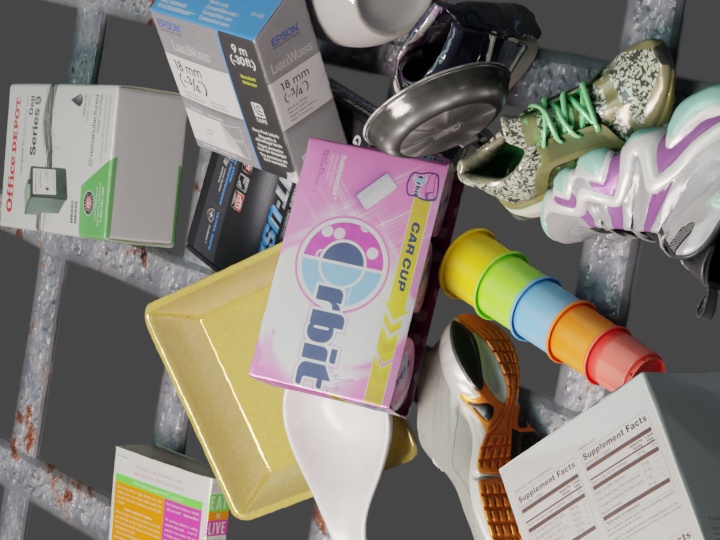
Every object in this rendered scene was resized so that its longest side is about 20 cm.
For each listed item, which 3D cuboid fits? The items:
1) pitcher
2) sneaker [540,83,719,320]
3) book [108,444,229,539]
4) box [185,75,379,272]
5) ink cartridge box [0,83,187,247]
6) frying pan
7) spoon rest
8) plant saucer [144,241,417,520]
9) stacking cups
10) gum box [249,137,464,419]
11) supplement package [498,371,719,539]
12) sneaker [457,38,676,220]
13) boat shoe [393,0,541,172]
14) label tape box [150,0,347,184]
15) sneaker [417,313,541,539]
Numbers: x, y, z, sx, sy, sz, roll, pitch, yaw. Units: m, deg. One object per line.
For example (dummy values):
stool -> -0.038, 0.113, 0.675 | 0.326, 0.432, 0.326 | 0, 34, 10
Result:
pitcher -> -0.046, -0.262, 1.657 | 0.200, 0.171, 0.122 | 31, 95, 48
sneaker -> 0.210, -0.026, 1.408 | 0.200, 0.078, 0.140 | -35, 61, 44
book -> -0.178, 0.271, 1.874 | 0.133, 0.048, 0.201 | 15, 100, 47
box -> -0.058, -0.068, 1.753 | 0.198, 0.050, 0.201 | 38, 117, 45
ink cartridge box -> -0.258, -0.103, 1.963 | 0.200, 0.084, 0.147 | 6, 92, 50
frying pan -> 0.057, -0.100, 1.500 | 0.190, 0.115, 0.031 | 91, 157, -70
spoon rest -> -0.005, 0.163, 1.613 | 0.099, 0.061, 0.201 | -12, 99, 32
plant saucer -> -0.058, 0.083, 1.685 | 0.200, 0.048, 0.201 | -23, 92, 34
stacking cups -> 0.144, 0.032, 1.504 | 0.200, 0.060, 0.061 | 31, 111, 42
gum box -> 0.000, 0.000, 1.562 | 0.113, 0.066, 0.201 | 12, 83, 16
supplement package -> 0.216, 0.187, 1.327 | 0.151, 0.151, 0.201 | -40, 58, 42
sneaker -> 0.146, -0.100, 1.480 | 0.200, 0.088, 0.077 | -40, 58, 40
boat shoe -> 0.052, -0.127, 1.590 | 0.075, 0.092, 0.200 | 53, 125, 37
label tape box -> -0.098, -0.182, 1.649 | 0.144, 0.063, 0.201 | 22, 139, 46
sneaker -> 0.089, 0.140, 1.555 | 0.092, 0.075, 0.201 | -44, 48, 48
